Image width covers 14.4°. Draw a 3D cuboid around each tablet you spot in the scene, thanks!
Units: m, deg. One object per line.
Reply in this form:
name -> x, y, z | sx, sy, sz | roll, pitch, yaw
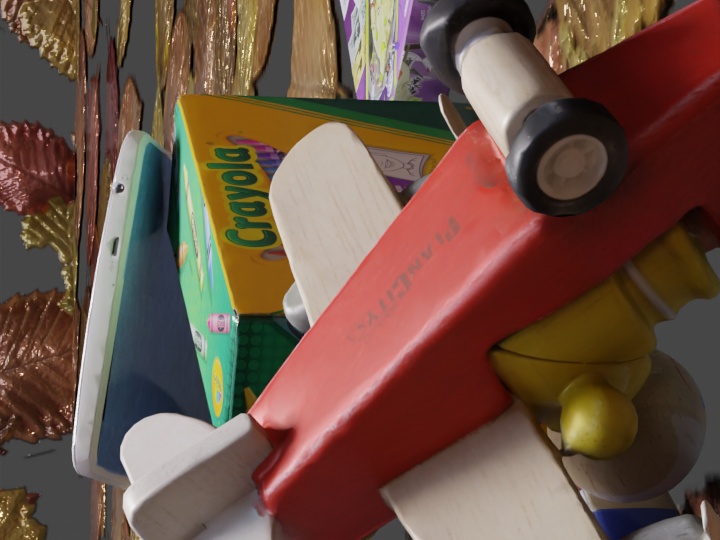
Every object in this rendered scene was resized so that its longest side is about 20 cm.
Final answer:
tablet -> -0.077, 0.026, 1.137 | 0.200, 0.014, 0.130 | 45, -128, -77

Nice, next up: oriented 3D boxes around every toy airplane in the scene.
toy airplane -> 0.032, 0.036, 0.769 | 0.199, 0.141, 0.200 | -12, 59, 47

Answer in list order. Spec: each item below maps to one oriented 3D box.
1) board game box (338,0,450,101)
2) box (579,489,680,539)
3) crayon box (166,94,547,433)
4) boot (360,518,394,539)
board game box -> 0.023, -0.145, 1.151 | 0.200, 0.032, 0.120 | 102, 168, -46
box -> 0.085, 0.161, 0.758 | 0.200, 0.032, 0.121 | -105, 19, -62
crayon box -> 0.000, 0.000, 1.005 | 0.200, 0.119, 0.058 | -111, 24, -64
boot -> -0.010, 0.075, 1.147 | 0.200, 0.073, 0.155 | -49, -5, 21
